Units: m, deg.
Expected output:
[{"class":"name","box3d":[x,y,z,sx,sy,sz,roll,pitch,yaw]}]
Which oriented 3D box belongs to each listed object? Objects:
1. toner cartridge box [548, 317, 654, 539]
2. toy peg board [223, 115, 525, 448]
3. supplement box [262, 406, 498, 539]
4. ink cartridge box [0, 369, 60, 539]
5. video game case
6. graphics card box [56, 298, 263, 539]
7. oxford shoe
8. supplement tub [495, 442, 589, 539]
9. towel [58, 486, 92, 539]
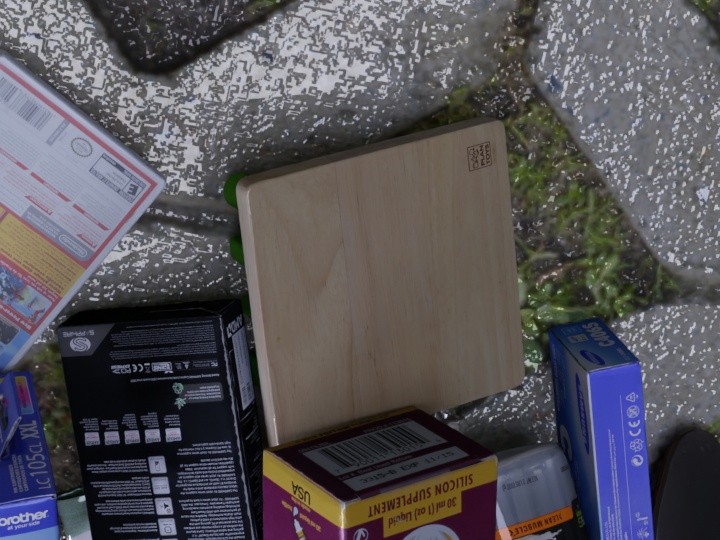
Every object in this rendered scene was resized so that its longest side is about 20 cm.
[{"class":"toner cartridge box","box3d":[0.179,0.146,1.582,0.043,0.095,0.201,-11,110,-10]},{"class":"toy peg board","box3d":[0.000,0.000,1.505,0.198,0.098,0.201,-16,114,-24]},{"class":"supplement box","box3d":[0.012,0.212,1.461,0.130,0.103,0.201,-15,116,-32]},{"class":"ink cartridge box","box3d":[-0.242,0.163,1.438,0.076,0.137,0.201,-9,127,-12]},{"class":"video game case","box3d":[-0.246,-0.028,1.435,0.143,0.017,0.200,38,99,-20]},{"class":"graphics card box","box3d":[-0.132,0.124,1.488,0.125,0.051,0.201,-5,104,16]},{"class":"oxford shoe","box3d":[0.233,0.218,1.638,0.071,0.071,0.201,8,90,-27]},{"class":"supplement tub","box3d":[0.114,0.234,1.549,0.122,0.123,0.201,-16,88,-7]},{"class":"towel","box3d":[-0.123,0.232,1.578,0.152,0.023,0.201,-18,111,-6]}]
